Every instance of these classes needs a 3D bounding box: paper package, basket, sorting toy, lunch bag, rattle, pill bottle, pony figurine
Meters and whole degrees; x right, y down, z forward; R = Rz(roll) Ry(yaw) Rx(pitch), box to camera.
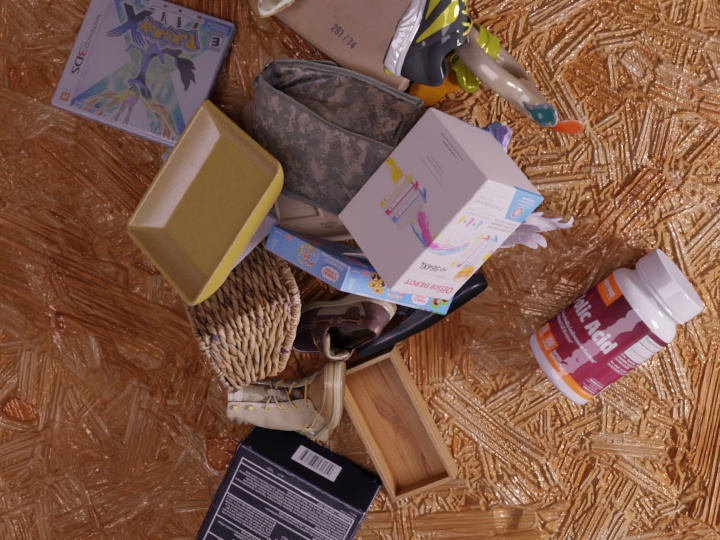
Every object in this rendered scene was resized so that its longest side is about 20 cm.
[{"bbox_3d":[0.016,-0.341,1.436,0.200,0.103,0.191,36,111,1],"label":"paper package"},{"bbox_3d":[-0.148,0.046,1.534,0.148,0.200,0.143,-27,135,-3],"label":"basket"},{"bbox_3d":[-0.054,-0.139,1.546,0.184,0.036,0.201,-6,99,15],"label":"sorting toy"},{"bbox_3d":[-0.041,-0.164,1.428,0.199,0.118,0.164,24,142,8],"label":"lunch bag"},{"bbox_3d":[0.156,-0.197,1.413,0.143,0.130,0.200,-40,74,8],"label":"rattle"},{"bbox_3d":[0.324,0.070,1.467,0.200,0.114,0.114,-40,93,19],"label":"pill bottle"},{"bbox_3d":[0.154,-0.083,1.461,0.192,0.166,0.201,-6,94,30],"label":"pony figurine"}]

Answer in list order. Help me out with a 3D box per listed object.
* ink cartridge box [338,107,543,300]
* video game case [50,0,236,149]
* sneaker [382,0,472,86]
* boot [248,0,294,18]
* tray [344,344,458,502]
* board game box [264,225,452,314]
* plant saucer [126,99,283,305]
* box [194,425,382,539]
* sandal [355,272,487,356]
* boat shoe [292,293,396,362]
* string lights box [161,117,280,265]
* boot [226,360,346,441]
[{"bbox_3d":[0.085,-0.064,1.352,0.200,0.128,0.125,-49,57,22],"label":"ink cartridge box"},{"bbox_3d":[-0.286,-0.270,1.531,0.199,0.022,0.183,19,84,8],"label":"video game case"},{"bbox_3d":[0.099,-0.305,1.341,0.084,0.075,0.201,26,119,0],"label":"sneaker"},{"bbox_3d":[-0.153,-0.372,1.425,0.175,0.066,0.200,-48,48,19],"label":"boot"},{"bbox_3d":[0.048,0.213,1.612,0.098,0.037,0.201,-24,97,18],"label":"tray"},{"bbox_3d":[0.000,0.000,1.452,0.151,0.200,0.037,28,98,43],"label":"board game box"},{"bbox_3d":[-0.181,-0.080,1.414,0.200,0.048,0.200,-56,46,9],"label":"plant saucer"},{"bbox_3d":[-0.106,0.347,1.637,0.199,0.123,0.199,29,108,6],"label":"box"},{"bbox_3d":[0.077,0.052,1.551,0.200,0.075,0.048,-32,74,11],"label":"sandal"},{"bbox_3d":[-0.036,0.085,1.541,0.199,0.072,0.072,-19,129,43],"label":"boat shoe"},{"bbox_3d":[-0.185,-0.107,1.505,0.103,0.059,0.200,-42,49,20],"label":"string lights box"},{"bbox_3d":[-0.102,0.166,1.553,0.155,0.200,0.073,12,64,-6],"label":"boot"}]
